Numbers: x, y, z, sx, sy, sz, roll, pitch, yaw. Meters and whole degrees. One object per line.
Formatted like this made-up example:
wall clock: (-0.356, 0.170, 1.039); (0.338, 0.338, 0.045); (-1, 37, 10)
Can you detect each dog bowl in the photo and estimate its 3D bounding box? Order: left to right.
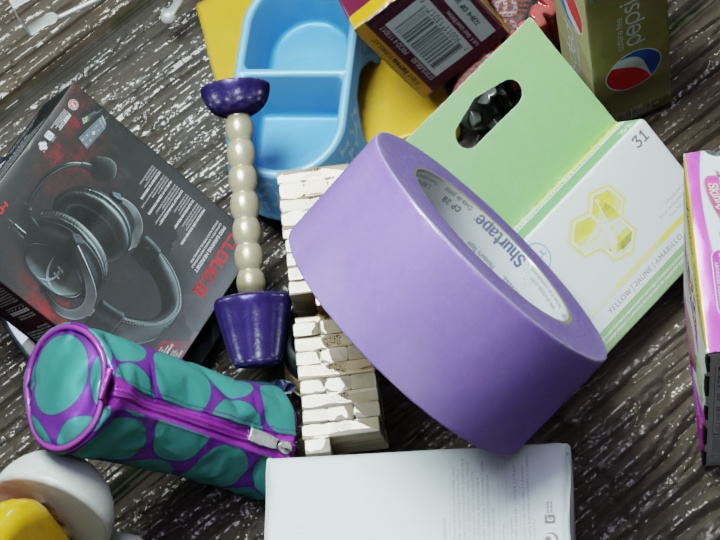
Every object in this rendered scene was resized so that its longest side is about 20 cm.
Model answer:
dog bowl: (-0.047, -0.138, 1.250); (0.110, 0.050, 0.202); (1, 65, 12)

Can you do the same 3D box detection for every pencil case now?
pencil case: (-0.127, 0.096, 1.093); (0.092, 0.199, 0.086); (4, 78, 41)

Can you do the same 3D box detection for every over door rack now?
over door rack: (-0.208, -0.260, 1.344); (0.198, 0.067, 0.148); (-19, 49, -19)

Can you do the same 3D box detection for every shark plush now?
shark plush: (0.086, -0.037, 1.172); (0.084, 0.091, 0.200); (51, 50, 0)

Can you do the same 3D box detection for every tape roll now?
tape roll: (0.055, 0.013, 1.024); (0.085, 0.199, 0.201); (-46, 62, 14)

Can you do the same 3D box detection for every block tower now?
block tower: (-0.019, 0.031, 1.126); (0.057, 0.054, 0.203); (-7, 70, 3)

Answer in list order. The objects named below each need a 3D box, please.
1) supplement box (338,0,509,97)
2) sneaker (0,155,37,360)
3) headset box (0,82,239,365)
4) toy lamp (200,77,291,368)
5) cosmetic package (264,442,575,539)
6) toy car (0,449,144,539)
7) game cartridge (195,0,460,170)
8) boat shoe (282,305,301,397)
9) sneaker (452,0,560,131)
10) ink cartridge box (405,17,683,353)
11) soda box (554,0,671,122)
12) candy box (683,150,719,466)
supplement box: (0.019, -0.245, 1.236); (0.085, 0.110, 0.201); (-35, 54, 14)
sneaker: (-0.215, -0.025, 1.245); (0.145, 0.077, 0.204); (-25, 61, 1)
headset box: (-0.181, -0.008, 1.178); (0.200, 0.077, 0.150); (41, 66, -17)
toy lamp: (-0.081, -0.033, 1.163); (0.057, 0.058, 0.203); (-8, 82, 7)
cosmetic package: (0.042, 0.172, 1.079); (0.197, 0.113, 0.082); (-2, 64, 8)
toy car: (-0.226, 0.227, 1.068); (0.148, 0.201, 0.176); (-4, 45, 27)
game cartridge: (-0.030, -0.164, 1.306); (0.174, 0.033, 0.202); (-18, 60, 2)
boat shoe: (0.000, 0.000, 1.200); (0.074, 0.062, 0.201); (19, 68, 21)
sneaker: (0.115, -0.197, 1.269); (0.097, 0.071, 0.202); (25, 73, 26)
ink cartridge box: (0.142, -0.056, 1.147); (0.145, 0.048, 0.200); (-44, 104, -11)
soda box: (0.179, -0.184, 1.176); (0.063, 0.200, 0.068); (-24, 61, -1)
candy box: (0.242, 0.029, 1.059); (0.060, 0.201, 0.138); (-5, 63, 8)
